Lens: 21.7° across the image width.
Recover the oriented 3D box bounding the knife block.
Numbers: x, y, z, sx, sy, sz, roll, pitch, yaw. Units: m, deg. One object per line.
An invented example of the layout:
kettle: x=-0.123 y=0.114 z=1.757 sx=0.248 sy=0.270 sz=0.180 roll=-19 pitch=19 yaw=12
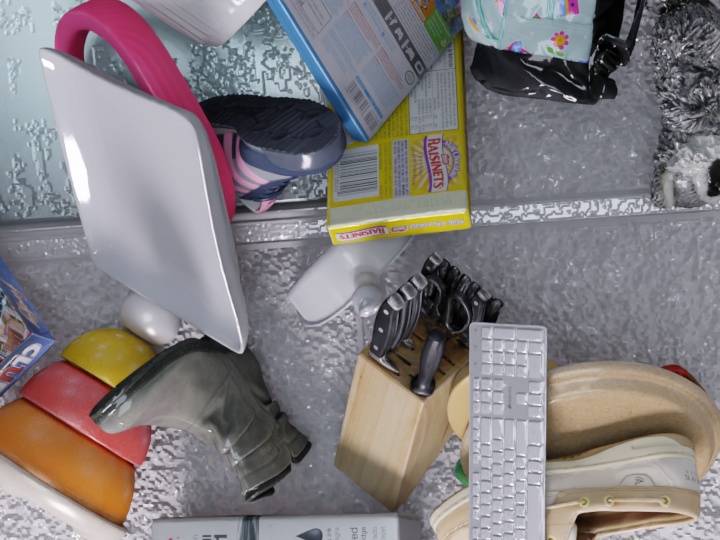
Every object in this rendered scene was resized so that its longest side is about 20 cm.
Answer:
knife block: x=0.031 y=0.084 z=1.379 sx=0.064 sy=0.176 sz=0.200 roll=38 pitch=100 yaw=20

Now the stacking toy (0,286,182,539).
stacking toy: x=-0.199 y=0.096 z=1.457 sx=0.146 sy=0.146 sz=0.200 roll=32 pitch=84 yaw=4

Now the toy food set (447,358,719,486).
toy food set: x=0.166 y=0.126 z=1.383 sx=0.200 sy=0.049 sz=0.198 roll=-8 pitch=137 yaw=5

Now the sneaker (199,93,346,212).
sneaker: x=-0.066 y=-0.081 z=1.392 sx=0.070 sy=0.200 sz=0.082 roll=-31 pitch=115 yaw=-24

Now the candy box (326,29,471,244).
candy box: x=0.027 y=-0.107 z=1.376 sx=0.102 sy=0.026 sz=0.200 roll=-5 pitch=51 yaw=8

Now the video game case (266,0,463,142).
video game case: x=0.027 y=-0.211 z=1.345 sx=0.200 sy=0.018 sz=0.143 roll=-51 pitch=131 yaw=-21

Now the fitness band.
fitness band: x=-0.164 y=-0.110 z=1.414 sx=0.037 sy=0.144 sz=0.200 roll=-32 pitch=91 yaw=-27

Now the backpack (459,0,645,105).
backpack: x=0.134 y=-0.221 z=1.324 sx=0.126 sy=0.167 sz=0.200 roll=6 pitch=97 yaw=-4

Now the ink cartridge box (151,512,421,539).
ink cartridge box: x=-0.058 y=0.260 z=1.438 sx=0.200 sy=0.083 sz=0.147 roll=-4 pitch=80 yaw=14

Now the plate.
plate: x=-0.153 y=-0.058 z=1.379 sx=0.199 sy=0.032 sz=0.200 roll=28 pitch=139 yaw=44

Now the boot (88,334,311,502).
boot: x=-0.107 y=0.116 z=1.398 sx=0.068 sy=0.200 sz=0.131 roll=-36 pitch=85 yaw=27

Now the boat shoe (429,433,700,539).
boat shoe: x=0.146 y=0.175 z=1.338 sx=0.200 sy=0.074 sz=0.069 roll=-19 pitch=60 yaw=17

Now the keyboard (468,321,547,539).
keyboard: x=0.103 y=0.136 z=1.315 sx=0.056 sy=0.011 sz=0.200 roll=3 pitch=98 yaw=27

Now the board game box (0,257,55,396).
board game box: x=-0.338 y=0.026 z=1.461 sx=0.135 sy=0.035 sz=0.200 roll=-43 pitch=62 yaw=10

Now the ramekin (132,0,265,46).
ramekin: x=-0.086 y=-0.251 z=1.364 sx=0.094 sy=0.202 sz=0.202 roll=41 pitch=100 yaw=-11

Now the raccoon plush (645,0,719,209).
raccoon plush: x=0.229 y=-0.138 z=1.399 sx=0.134 sy=0.097 sz=0.200 roll=-52 pitch=56 yaw=23

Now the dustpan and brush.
dustpan and brush: x=0.000 y=0.000 z=1.366 sx=0.140 sy=0.200 sz=0.057 roll=-44 pitch=90 yaw=9
